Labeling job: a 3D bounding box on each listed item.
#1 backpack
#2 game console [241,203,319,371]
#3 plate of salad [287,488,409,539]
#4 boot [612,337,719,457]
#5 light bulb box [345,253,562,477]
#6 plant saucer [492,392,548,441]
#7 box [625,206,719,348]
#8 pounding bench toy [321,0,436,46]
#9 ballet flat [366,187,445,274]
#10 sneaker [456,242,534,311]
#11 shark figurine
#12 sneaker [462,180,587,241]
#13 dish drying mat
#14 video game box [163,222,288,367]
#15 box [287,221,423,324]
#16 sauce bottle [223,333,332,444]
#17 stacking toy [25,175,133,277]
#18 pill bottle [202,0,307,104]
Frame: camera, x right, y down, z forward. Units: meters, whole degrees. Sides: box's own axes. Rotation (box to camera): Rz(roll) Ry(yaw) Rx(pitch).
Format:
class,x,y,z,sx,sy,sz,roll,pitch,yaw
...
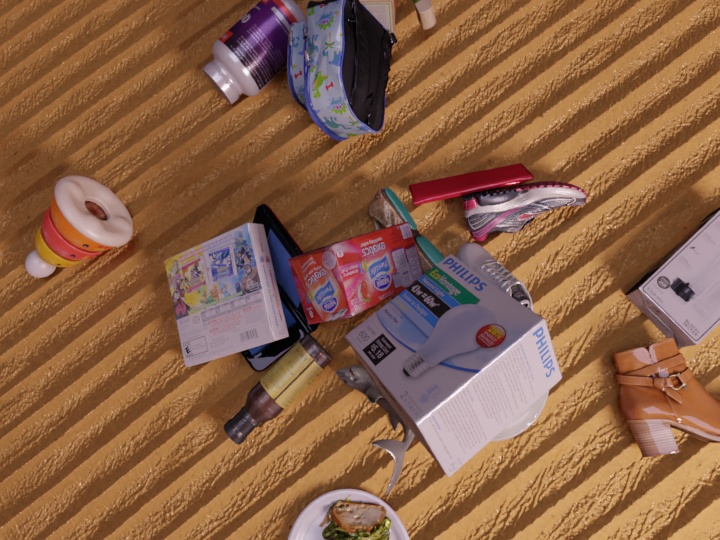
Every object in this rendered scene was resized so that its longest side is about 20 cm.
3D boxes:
class,x,y,z,sx,sy,sz,roll,pitch,yaw
backpack,-0.033,-0.330,0.925,0.145,0.182,0.204,-5,79,29
game console,-0.161,0.029,0.886,0.118,0.173,0.201,-29,73,-34
plate of salad,-0.019,0.435,0.810,0.196,0.048,0.204,-1,77,6
boot,0.483,0.177,0.804,0.196,0.077,0.158,-14,72,11
light bulb box,0.120,0.115,0.728,0.199,0.126,0.198,-37,37,-9
plant saucer,0.197,0.161,0.846,0.196,0.050,0.204,-2,76,7
box,0.527,0.008,0.835,0.200,0.060,0.117,-43,76,-3
pounding bench toy,0.040,-0.511,0.981,0.196,0.124,0.159,2,77,7
ballet flat,0.079,-0.045,0.909,0.065,0.070,0.201,-42,71,23
sneaker,0.216,0.028,0.838,0.075,0.081,0.202,-15,59,-21
shark figurine,0.051,0.223,0.823,0.126,0.215,0.091,-7,120,-16
sneaker,0.268,-0.102,0.891,0.196,0.081,0.076,-9,103,6
dish drying mat,0.182,-0.144,0.913,0.196,0.077,0.019,-10,116,4
video game box,-0.221,0.043,0.879,0.197,0.047,0.186,-18,84,28
box,0.000,0.000,0.815,0.094,0.199,0.102,-15,94,39
sauce bottle,-0.135,0.191,0.871,0.200,0.065,0.065,-43,76,-5
stacking toy,-0.517,-0.054,0.963,0.199,0.146,0.147,-38,74,17
pill bottle,-0.188,-0.400,0.989,0.200,0.113,0.113,-44,76,-5
